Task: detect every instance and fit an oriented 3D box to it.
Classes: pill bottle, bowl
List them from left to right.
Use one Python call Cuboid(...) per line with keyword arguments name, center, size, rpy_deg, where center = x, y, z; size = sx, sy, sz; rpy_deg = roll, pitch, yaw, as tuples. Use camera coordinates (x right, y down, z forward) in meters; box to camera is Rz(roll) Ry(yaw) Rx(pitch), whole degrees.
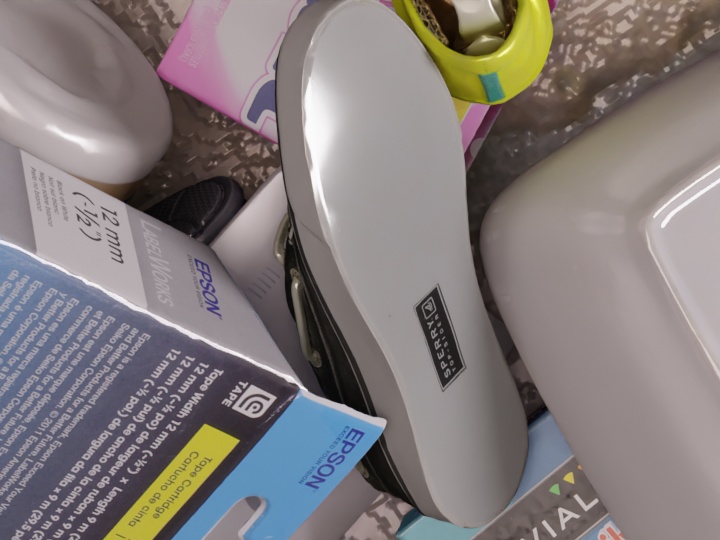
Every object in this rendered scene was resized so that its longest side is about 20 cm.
Cuboid(name="pill bottle", center=(-0.165, -0.011, 0.816), size=(0.111, 0.111, 0.200), rpy_deg=(43, 113, 2))
Cuboid(name="bowl", center=(0.165, 0.012, 0.791), size=(0.199, 0.075, 0.201), rpy_deg=(-29, 87, -16))

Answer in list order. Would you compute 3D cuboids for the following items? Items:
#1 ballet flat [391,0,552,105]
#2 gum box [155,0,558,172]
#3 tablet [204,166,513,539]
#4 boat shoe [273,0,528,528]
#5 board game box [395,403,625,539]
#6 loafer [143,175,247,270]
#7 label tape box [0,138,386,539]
Cuboid(name="ballet flat", center=(0.023, -0.155, 0.767), size=(0.066, 0.067, 0.202), rpy_deg=(-14, 90, 9))
Cuboid(name="gum box", center=(0.025, -0.131, 0.836), size=(0.113, 0.066, 0.201), rpy_deg=(29, 96, 5))
Cuboid(name="tablet", center=(-0.047, 0.067, 0.851), size=(0.130, 0.014, 0.200), rpy_deg=(37, 99, -32))
Cuboid(name="boat shoe", center=(0.000, 0.000, 0.784), size=(0.063, 0.071, 0.201), rpy_deg=(13, 128, 43))
Cuboid(name="board game box", center=(0.133, 0.126, 0.851), size=(0.151, 0.047, 0.200), rpy_deg=(-40, 89, 7))
Cuboid(name="loafer", center=(-0.107, 0.043, 0.872), size=(0.200, 0.072, 0.063), rpy_deg=(-38, 113, 13))
Cuboid(name="label tape box", center=(-0.113, 0.045, 0.760), size=(0.199, 0.066, 0.143), rpy_deg=(27, 116, -33))
